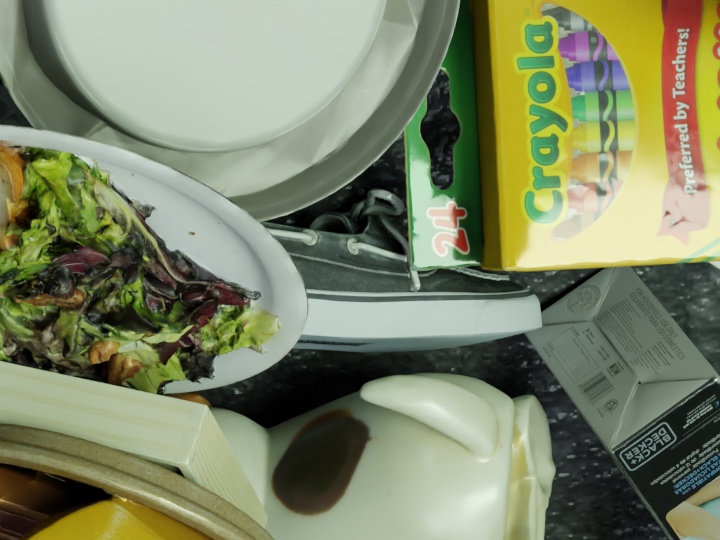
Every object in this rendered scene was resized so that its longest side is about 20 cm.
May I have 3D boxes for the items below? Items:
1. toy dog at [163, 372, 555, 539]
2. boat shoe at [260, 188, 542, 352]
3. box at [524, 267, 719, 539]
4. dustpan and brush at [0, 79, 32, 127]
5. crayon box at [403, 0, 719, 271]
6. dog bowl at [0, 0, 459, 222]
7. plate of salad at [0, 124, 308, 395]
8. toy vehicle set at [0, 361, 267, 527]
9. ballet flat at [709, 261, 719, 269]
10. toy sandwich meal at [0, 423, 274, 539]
[{"bbox_3d":[-0.021,0.117,1.150,0.199,0.140,0.194,-4,157,13],"label":"toy dog"},{"bbox_3d":[-0.002,0.000,1.118,0.199,0.068,0.074,1,172,-31],"label":"boat shoe"},{"bbox_3d":[0.164,0.102,1.192,0.060,0.117,0.200,-35,123,2],"label":"box"},{"bbox_3d":[-0.126,-0.083,1.042,0.199,0.057,0.140,-13,126,-1],"label":"dustpan and brush"},{"bbox_3d":[0.119,-0.065,1.070,0.199,0.051,0.127,-4,91,-8],"label":"crayon box"},{"bbox_3d":[-0.061,-0.121,0.990,0.199,0.059,0.201,-6,106,-20],"label":"dog bowl"},{"bbox_3d":[-0.120,0.008,0.988,0.199,0.048,0.200,7,149,4],"label":"plate of salad"},{"bbox_3d":[-0.147,0.073,1.055,0.199,0.027,0.124,11,156,14],"label":"toy vehicle set"},{"bbox_3d":[0.207,-0.013,1.149,0.199,0.067,0.068,10,123,-17],"label":"ballet flat"},{"bbox_3d":[-0.121,0.126,1.025,0.205,0.070,0.205,16,156,7],"label":"toy sandwich meal"}]
